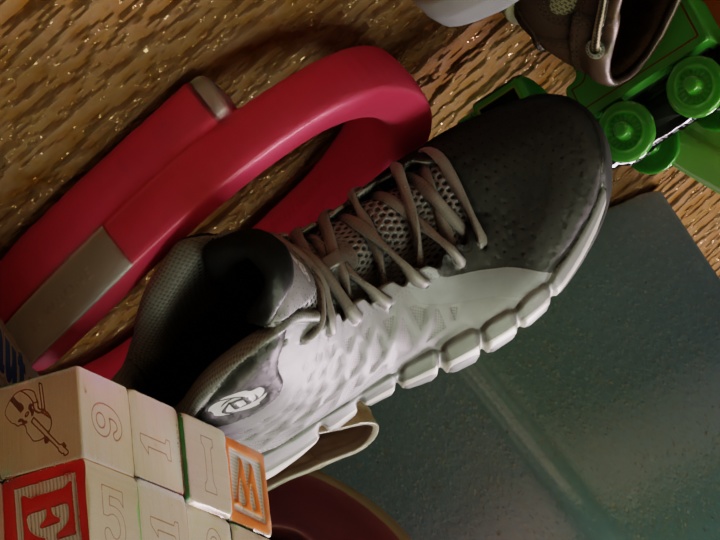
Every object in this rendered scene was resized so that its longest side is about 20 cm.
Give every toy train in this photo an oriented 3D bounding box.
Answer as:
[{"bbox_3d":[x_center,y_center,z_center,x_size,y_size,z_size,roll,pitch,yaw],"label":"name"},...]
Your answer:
[{"bbox_3d":[0.055,-0.037,0.788,0.199,0.057,0.042,-32,161,20],"label":"toy train"}]

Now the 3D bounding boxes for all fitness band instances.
[{"bbox_3d":[-0.060,-0.006,0.740,0.200,0.037,0.144,-42,163,8],"label":"fitness band"}]

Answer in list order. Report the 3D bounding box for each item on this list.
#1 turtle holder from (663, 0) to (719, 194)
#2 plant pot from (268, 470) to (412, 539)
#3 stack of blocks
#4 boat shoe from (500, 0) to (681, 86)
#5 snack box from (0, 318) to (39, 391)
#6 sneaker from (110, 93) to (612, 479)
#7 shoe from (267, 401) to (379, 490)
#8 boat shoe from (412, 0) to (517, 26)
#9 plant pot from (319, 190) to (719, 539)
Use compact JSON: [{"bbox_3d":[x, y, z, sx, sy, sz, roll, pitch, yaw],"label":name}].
[{"bbox_3d":[0.181,-0.079,0.856,0.185,0.141,0.132,8,114,-49],"label":"turtle holder"},{"bbox_3d":[-0.059,0.190,0.954,0.199,0.200,0.180,-7,128,-56],"label":"plant pot"},{"bbox_3d":[-0.121,0.072,0.627,0.114,0.059,0.200,-17,155,22],"label":"stack of blocks"},{"bbox_3d":[0.115,-0.144,0.692,0.074,0.075,0.203,-22,154,-39],"label":"boat shoe"},{"bbox_3d":[-0.141,0.028,0.628,0.071,0.025,0.200,-7,157,3],"label":"snack box"},{"bbox_3d":[0.000,0.000,0.700,0.200,0.075,0.116,-39,160,-2],"label":"sneaker"},{"bbox_3d":[-0.073,0.078,0.861,0.199,0.053,0.070,-22,154,-40],"label":"shoe"},{"bbox_3d":[0.063,-0.143,0.622,0.200,0.067,0.074,-34,-158,49],"label":"boat shoe"},{"bbox_3d":[0.109,0.116,1.051,0.195,0.200,0.197,-21,154,-41],"label":"plant pot"}]
